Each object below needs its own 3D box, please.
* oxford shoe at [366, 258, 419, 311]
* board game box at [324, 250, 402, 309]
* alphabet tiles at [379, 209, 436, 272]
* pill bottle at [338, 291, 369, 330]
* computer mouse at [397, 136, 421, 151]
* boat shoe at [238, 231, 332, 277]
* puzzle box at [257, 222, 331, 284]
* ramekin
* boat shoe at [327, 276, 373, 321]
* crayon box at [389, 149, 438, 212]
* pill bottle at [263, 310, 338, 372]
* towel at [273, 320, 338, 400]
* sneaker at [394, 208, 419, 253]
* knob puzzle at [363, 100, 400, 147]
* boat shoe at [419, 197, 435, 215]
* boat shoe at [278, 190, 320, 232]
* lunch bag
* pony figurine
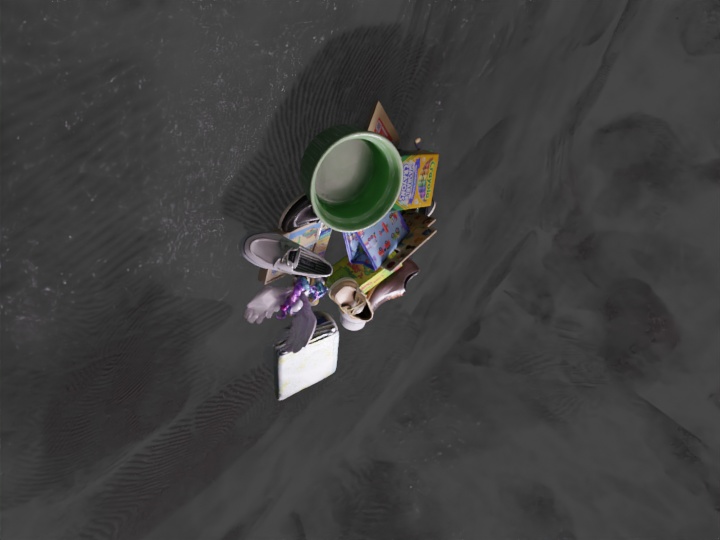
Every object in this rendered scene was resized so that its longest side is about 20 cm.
[{"bbox_3d":[0.079,0.050,1.427,0.201,0.072,0.071,-51,163,-1],"label":"oxford shoe"},{"bbox_3d":[0.000,0.000,1.400,0.199,0.102,0.048,-36,151,-6],"label":"board game box"},{"bbox_3d":[0.093,-0.084,1.357,0.199,0.166,0.008,-41,129,-20],"label":"alphabet tiles"},{"bbox_3d":[-0.006,0.079,1.551,0.111,0.111,0.202,-33,151,-38],"label":"pill bottle"},{"bbox_3d":[0.131,-0.272,1.331,0.200,0.045,0.143,31,76,-70],"label":"computer mouse"},{"bbox_3d":[-0.142,-0.032,1.070,0.198,0.066,0.075,13,88,-35],"label":"boat shoe"},{"bbox_3d":[-0.141,-0.056,1.198,0.199,0.025,0.134,-29,149,-45],"label":"puzzle box"},{"bbox_3d":[-0.024,-0.187,1.049,0.197,0.098,0.203,-14,125,-21],"label":"ramekin"},{"bbox_3d":[-0.016,0.075,1.309,0.074,0.067,0.200,-43,152,5],"label":"boat shoe"},{"bbox_3d":[0.114,-0.211,1.236,0.198,0.051,0.128,-15,120,-43],"label":"crayon box"},{"bbox_3d":[-0.160,0.194,1.417,0.199,0.111,0.112,-28,148,-45],"label":"pill bottle"},{"bbox_3d":[-0.136,0.222,1.319,0.169,0.048,0.202,-20,139,-26],"label":"towel"},{"bbox_3d":[0.129,-0.131,1.488,0.085,0.077,0.203,83,24,-70],"label":"sneaker"},{"bbox_3d":[0.023,-0.243,1.188,0.220,0.030,0.223,-47,145,-48],"label":"knob puzzle"},{"bbox_3d":[0.154,-0.142,1.590,0.200,0.074,0.066,-53,156,0],"label":"boat shoe"},{"bbox_3d":[-0.089,-0.134,1.133,0.199,0.067,0.072,-35,154,-34],"label":"boat shoe"},{"bbox_3d":[0.020,-0.131,1.279,0.151,0.093,0.202,-47,134,-28],"label":"lunch bag"},{"bbox_3d":[-0.150,0.068,1.233,0.195,0.165,0.200,-59,175,4],"label":"pony figurine"}]
